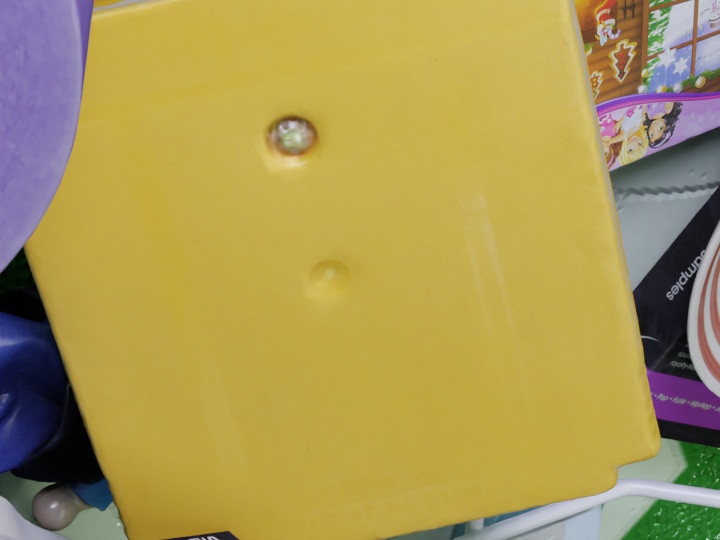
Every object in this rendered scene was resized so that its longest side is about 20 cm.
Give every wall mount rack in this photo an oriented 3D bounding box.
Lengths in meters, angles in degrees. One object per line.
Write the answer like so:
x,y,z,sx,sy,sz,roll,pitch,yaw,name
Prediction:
0.105,0.150,0.979,0.173,0.075,0.201,-16,129,-23,wall mount rack

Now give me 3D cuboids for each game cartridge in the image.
-0.009,-0.005,0.727,0.175,0.032,0.201,-11,122,5,game cartridge

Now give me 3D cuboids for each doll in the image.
-0.100,0.031,0.788,0.199,0.049,0.137,-5,130,-34,doll

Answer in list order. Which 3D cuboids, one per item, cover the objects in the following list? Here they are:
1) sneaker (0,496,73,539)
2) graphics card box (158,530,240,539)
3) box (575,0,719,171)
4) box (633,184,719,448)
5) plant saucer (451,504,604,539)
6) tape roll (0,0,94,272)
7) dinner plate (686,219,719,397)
-0.133,0.135,0.749,0.073,0.119,0.200,-10,163,17,sneaker
-0.116,0.150,0.703,0.199,0.051,0.126,-4,116,-40,graphics card box
0.127,-0.117,0.853,0.199,0.039,0.137,-22,133,-22,box
0.188,-0.011,0.948,0.143,0.036,0.200,13,123,-47,box
0.058,0.151,1.014,0.070,0.019,0.201,-4,124,-33,plant saucer
-0.164,-0.074,0.583,0.199,0.085,0.201,0,126,-1,tape roll
0.200,-0.027,0.890,0.199,0.024,0.201,-21,140,-19,dinner plate
